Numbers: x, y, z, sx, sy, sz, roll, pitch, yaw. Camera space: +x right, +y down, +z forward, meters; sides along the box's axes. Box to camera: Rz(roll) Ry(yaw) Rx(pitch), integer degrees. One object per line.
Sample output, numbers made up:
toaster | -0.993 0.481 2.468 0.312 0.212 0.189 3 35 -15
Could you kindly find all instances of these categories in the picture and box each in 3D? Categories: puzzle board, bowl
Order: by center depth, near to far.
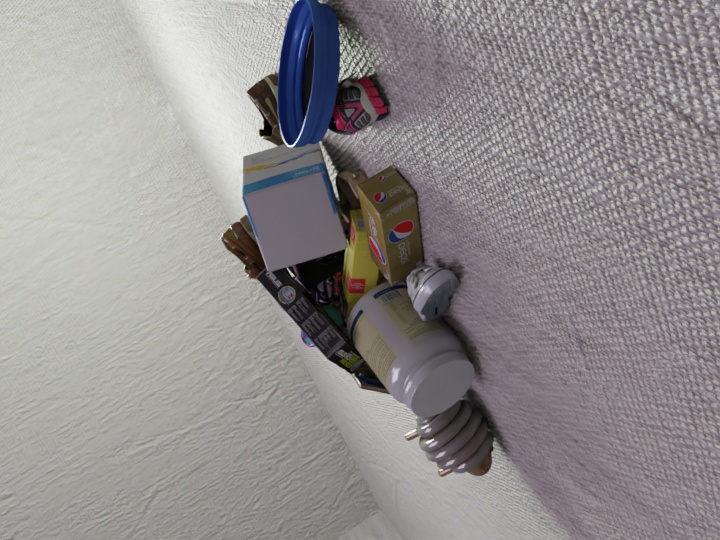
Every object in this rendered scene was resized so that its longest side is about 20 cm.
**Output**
bowl | -0.071 -0.267 1.302 0.201 0.039 0.201 -178 90 -72
puzzle board | 0.068 0.196 1.781 0.017 0.199 0.151 -70 23 14

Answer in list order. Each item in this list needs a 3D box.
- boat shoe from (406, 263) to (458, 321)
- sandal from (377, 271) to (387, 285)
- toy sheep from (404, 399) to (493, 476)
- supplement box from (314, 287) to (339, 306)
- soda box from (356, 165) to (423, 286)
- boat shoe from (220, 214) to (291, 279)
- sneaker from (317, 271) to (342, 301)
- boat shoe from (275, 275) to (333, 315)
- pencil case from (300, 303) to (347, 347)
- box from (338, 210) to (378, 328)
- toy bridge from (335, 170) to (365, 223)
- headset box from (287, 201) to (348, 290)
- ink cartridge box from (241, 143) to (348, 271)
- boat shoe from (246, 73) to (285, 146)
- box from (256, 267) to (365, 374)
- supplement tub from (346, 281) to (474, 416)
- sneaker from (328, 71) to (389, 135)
boat shoe | 0.096 0.026 1.446 0.067 0.073 0.200 54 168 13
sandal | 0.012 0.011 1.763 0.207 0.079 0.059 51 169 44
toy sheep | 0.157 0.284 1.686 0.200 0.138 0.138 45 171 -10
supplement box | -0.077 -0.023 1.980 0.200 0.110 0.086 63 168 -16
soda box | 0.047 -0.065 1.458 0.068 0.064 0.200 53 166 31
boat shoe | -0.188 -0.018 1.771 0.200 0.068 0.072 55 179 -38
sneaker | 0.016 0.037 1.840 0.200 0.098 0.071 26 137 28
boat shoe | -0.075 0.084 1.912 0.200 0.075 0.093 41 128 -3
pencil case | -0.019 0.120 1.864 0.199 0.085 0.093 13 -146 -36
box | 0.000 0.000 1.641 0.075 0.050 0.201 -105 19 -53
toy bridge | -0.018 -0.137 1.650 0.067 0.027 0.200 60 170 7
headset box | -0.080 -0.058 1.812 0.200 0.149 0.077 44 162 56
ink cartridge box | -0.117 -0.121 1.662 0.200 0.146 0.147 -105 -2 -64
boat shoe | -0.158 -0.267 1.809 0.075 0.075 0.203 42 159 57
box | -0.082 0.085 1.681 0.200 0.044 0.160 47 179 22
supplement tub | 0.082 0.129 1.588 0.200 0.145 0.145 51 165 39
sneaker | -0.027 -0.226 1.351 0.081 0.075 0.200 61 169 -7
